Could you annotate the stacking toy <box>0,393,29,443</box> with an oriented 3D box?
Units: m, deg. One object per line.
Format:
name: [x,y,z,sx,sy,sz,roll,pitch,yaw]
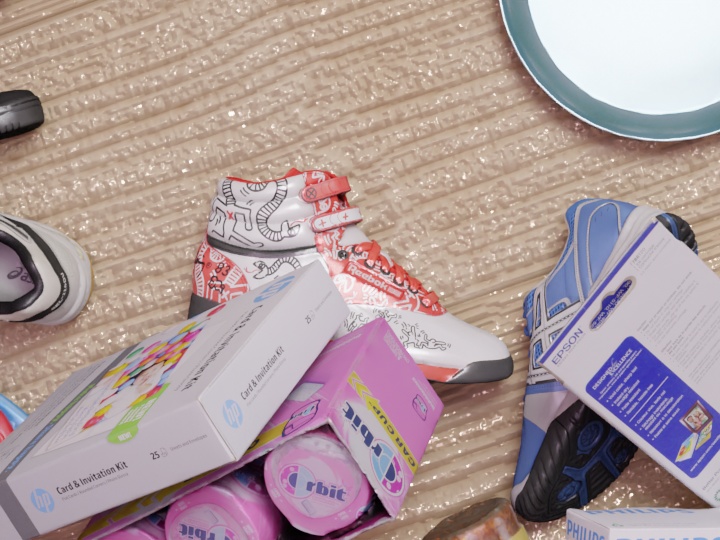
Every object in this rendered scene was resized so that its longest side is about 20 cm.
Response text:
stacking toy: [-0.264,0.121,0.844,0.109,0.200,0.117,34,92,5]

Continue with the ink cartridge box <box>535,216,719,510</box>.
ink cartridge box: [0.174,0.051,0.829,0.100,0.039,0.200,-49,127,3]

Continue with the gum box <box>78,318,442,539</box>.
gum box: [-0.062,0.117,0.830,0.199,0.114,0.066,-29,104,27]

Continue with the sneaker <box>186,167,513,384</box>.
sneaker: [-0.001,0.000,0.888,0.199,0.067,0.109,10,93,8]

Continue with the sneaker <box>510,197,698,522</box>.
sneaker: [0.131,0.052,0.883,0.077,0.075,0.202,31,105,44]

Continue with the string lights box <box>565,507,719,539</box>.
string lights box: [0.166,0.237,0.832,0.101,0.059,0.203,1,92,-16]

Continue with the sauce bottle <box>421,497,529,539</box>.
sauce bottle: [0.102,0.236,0.878,0.065,0.066,0.202,-27,90,4]

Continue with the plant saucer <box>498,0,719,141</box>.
plant saucer: [0.180,-0.177,0.893,0.197,0.027,0.203,0,90,5]

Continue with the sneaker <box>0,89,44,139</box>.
sneaker: [-0.297,-0.122,0.918,0.197,0.060,0.106,-9,94,8]

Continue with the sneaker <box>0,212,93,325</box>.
sneaker: [-0.261,-0.019,0.902,0.198,0.088,0.077,13,93,7]

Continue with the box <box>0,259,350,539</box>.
box: [-0.117,0.077,0.817,0.199,0.156,0.041,-23,106,31]
